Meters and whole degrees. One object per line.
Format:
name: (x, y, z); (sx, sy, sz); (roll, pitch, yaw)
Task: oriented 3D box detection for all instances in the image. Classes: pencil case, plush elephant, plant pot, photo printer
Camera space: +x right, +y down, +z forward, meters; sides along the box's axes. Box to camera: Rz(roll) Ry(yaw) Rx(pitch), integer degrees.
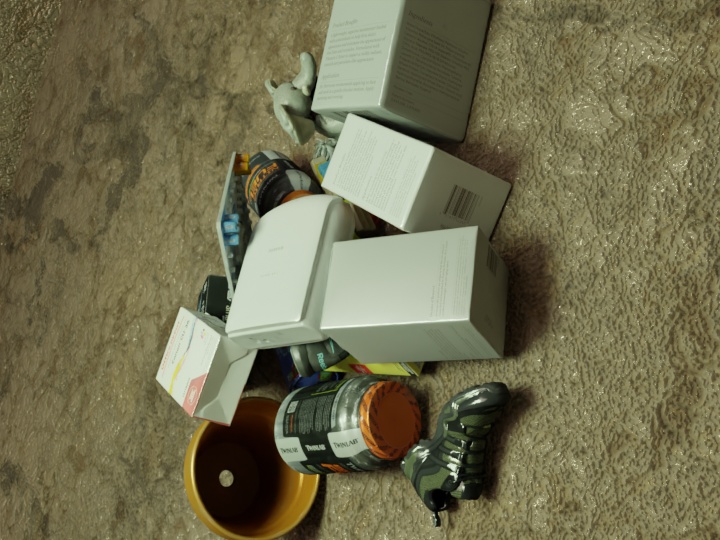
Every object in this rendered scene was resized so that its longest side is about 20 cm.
pencil case: (-0.101, 0.114, 1.361); (0.088, 0.077, 0.201); (-56, 41, 25)
plush elephant: (-0.069, -0.272, 1.379); (0.202, 0.153, 0.165); (-58, 41, 20)
plant pot: (-0.183, 0.308, 1.331); (0.183, 0.196, 0.205); (146, 128, -59)
photo printer: (-0.090, -0.004, 1.161); (0.164, 0.069, 0.204); (-11, 57, 43)

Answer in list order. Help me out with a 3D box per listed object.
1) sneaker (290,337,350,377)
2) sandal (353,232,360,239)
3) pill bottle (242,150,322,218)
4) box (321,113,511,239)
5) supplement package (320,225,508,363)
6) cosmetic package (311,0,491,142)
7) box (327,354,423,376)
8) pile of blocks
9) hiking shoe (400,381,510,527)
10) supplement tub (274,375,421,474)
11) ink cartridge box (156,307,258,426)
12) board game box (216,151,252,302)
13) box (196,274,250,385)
sneaker: (-0.056, 0.057, 1.216); (0.077, 0.076, 0.203); (-16, 49, 9)
sandal: (0.000, 0.000, 1.252); (0.200, 0.079, 0.088); (44, 159, 21)
pill bottle: (-0.122, -0.118, 1.420); (0.108, 0.104, 0.200); (-66, 30, 12)
box: (0.069, -0.112, 1.155); (0.199, 0.150, 0.108); (32, 102, 52)
supplement package: (0.068, 0.034, 1.072); (0.196, 0.121, 0.122); (-5, 62, 27)
cosmetic package: (0.056, -0.298, 1.222); (0.163, 0.163, 0.205); (12, 88, 52)
box: (0.001, 0.099, 1.210); (0.197, 0.050, 0.076); (-3, 53, 39)
pile of blocks: (-0.016, -0.125, 1.335); (0.083, 0.061, 0.201); (81, 163, -48)
hiking shoe: (0.130, 0.218, 1.051); (0.202, 0.074, 0.102); (-58, 49, 35)
supplement tub: (-0.018, 0.210, 1.189); (0.198, 0.121, 0.126); (-18, 64, 48)
ink cartridge box: (-0.231, 0.129, 1.265); (0.199, 0.067, 0.119); (22, 91, 57)
board game box: (-0.169, -0.039, 1.291); (0.202, 0.025, 0.204); (-91, -5, -54)
box: (-0.231, 0.112, 1.462); (0.200, 0.084, 0.168); (142, 133, -71)
